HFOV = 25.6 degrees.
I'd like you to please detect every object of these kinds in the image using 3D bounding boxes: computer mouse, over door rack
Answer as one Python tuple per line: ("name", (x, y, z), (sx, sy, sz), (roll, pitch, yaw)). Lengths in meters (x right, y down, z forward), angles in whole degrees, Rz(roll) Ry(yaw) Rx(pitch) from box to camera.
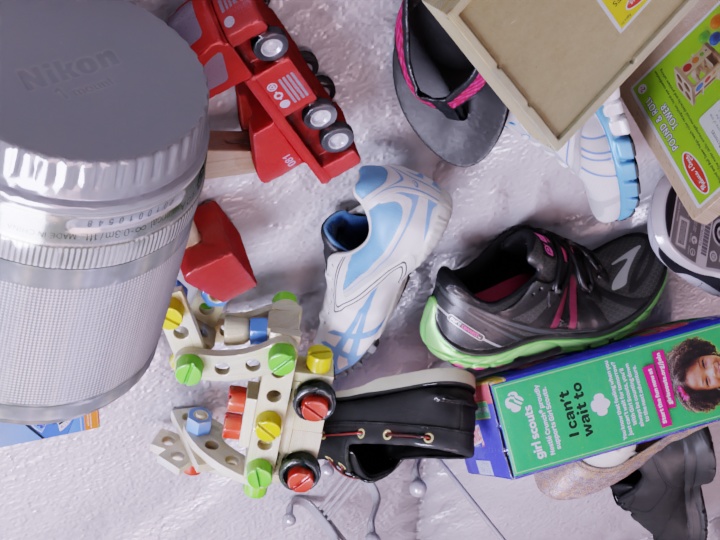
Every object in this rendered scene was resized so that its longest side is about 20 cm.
("computer mouse", (0.270, -0.015, 1.158), (0.199, 0.111, 0.044), (25, 160, -32))
("over door rack", (0.041, 0.216, 1.229), (0.148, 0.200, 0.067), (-53, 170, 35))

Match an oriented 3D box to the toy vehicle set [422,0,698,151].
("toy vehicle set", (0.139, -0.177, 0.865), (0.200, 0.027, 0.124), (-47, 131, -2))

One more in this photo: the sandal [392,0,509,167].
("sandal", (0.050, -0.137, 0.900), (0.075, 0.045, 0.201), (17, 136, 14))

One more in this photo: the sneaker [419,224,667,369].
("sneaker", (0.136, 0.009, 1.113), (0.199, 0.077, 0.084), (-17, 128, -24))

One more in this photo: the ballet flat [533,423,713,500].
("ballet flat", (0.229, 0.119, 1.301), (0.199, 0.068, 0.067), (-30, 153, -7))

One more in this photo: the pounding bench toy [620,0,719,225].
("pounding bench toy", (0.287, -0.068, 0.995), (0.155, 0.201, 0.124), (20, 126, -40))

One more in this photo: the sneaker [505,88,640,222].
("sneaker", (0.122, -0.101, 0.991), (0.086, 0.075, 0.201), (-18, 134, 5))

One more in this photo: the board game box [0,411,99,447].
("board game box", (-0.225, 0.047, 1.030), (0.102, 0.020, 0.201), (-9, 140, -14))

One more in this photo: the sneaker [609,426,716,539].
("sneaker", (0.264, 0.194, 1.416), (0.090, 0.076, 0.201), (-9, 135, 0))

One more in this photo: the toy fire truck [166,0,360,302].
("toy fire truck", (-0.078, -0.074, 0.933), (0.140, 0.049, 0.200), (-28, 142, 8))

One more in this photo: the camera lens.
("camera lens", (-0.171, -0.030, 0.845), (0.159, 0.161, 0.201), (-1, 136, -25))

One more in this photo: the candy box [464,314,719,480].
("candy box", (0.177, 0.093, 1.176), (0.198, 0.078, 0.169), (-16, 177, -9))

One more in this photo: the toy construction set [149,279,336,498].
("toy construction set", (-0.085, 0.088, 1.077), (0.130, 0.093, 0.201), (8, 137, -7))

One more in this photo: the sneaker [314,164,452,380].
("sneaker", (0.000, 0.000, 1.057), (0.072, 0.072, 0.201), (26, 138, -1))

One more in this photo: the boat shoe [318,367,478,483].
("boat shoe", (-0.003, 0.119, 1.140), (0.200, 0.064, 0.073), (-14, 157, 37))
